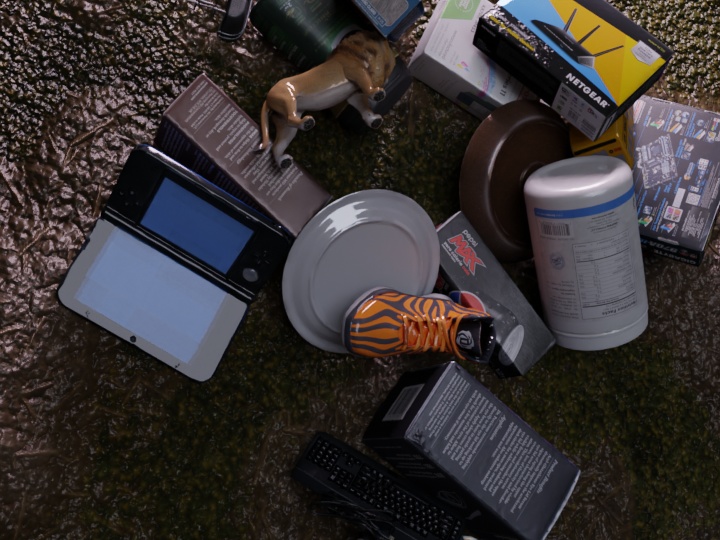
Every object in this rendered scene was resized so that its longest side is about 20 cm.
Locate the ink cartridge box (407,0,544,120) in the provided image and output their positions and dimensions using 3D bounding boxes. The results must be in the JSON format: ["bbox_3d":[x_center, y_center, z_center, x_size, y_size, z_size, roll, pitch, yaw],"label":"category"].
[{"bbox_3d":[0.172,-0.259,1.265,0.198,0.067,0.119,30,72,-12],"label":"ink cartridge box"}]

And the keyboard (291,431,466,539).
[{"bbox_3d":[0.022,0.249,1.087,0.197,0.040,0.104,28,41,7],"label":"keyboard"}]

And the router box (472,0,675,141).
[{"bbox_3d":[0.256,-0.270,1.201,0.200,0.051,0.149,42,64,16],"label":"router box"}]

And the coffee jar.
[{"bbox_3d":[-0.033,-0.266,1.187,0.200,0.085,0.104,47,70,-5],"label":"coffee jar"}]

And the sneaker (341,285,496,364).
[{"bbox_3d":[0.077,0.062,1.089,0.198,0.111,0.079,-7,104,-43],"label":"sneaker"}]

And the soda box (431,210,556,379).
[{"bbox_3d":[0.147,0.032,1.206,0.070,0.063,0.201,-39,93,-21],"label":"soda box"}]

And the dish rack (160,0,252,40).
[{"bbox_3d":[-0.213,-0.377,1.165,0.196,0.055,0.157,15,74,-14],"label":"dish rack"}]

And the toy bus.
[{"bbox_3d":[0.311,-0.208,1.270,0.079,0.064,0.202,52,35,-32],"label":"toy bus"}]

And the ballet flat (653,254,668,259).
[{"bbox_3d":[0.438,-0.102,1.330,0.067,0.067,0.202,28,76,22],"label":"ballet flat"}]

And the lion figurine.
[{"bbox_3d":[-0.044,-0.197,1.087,0.197,0.073,0.123,-20,53,-13],"label":"lion figurine"}]

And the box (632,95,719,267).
[{"bbox_3d":[0.395,-0.122,1.285,0.156,0.046,0.203,18,71,23],"label":"box"}]

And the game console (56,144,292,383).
[{"bbox_3d":[-0.201,-0.004,1.070,0.198,0.171,0.119,30,45,-11],"label":"game console"}]

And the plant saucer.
[{"bbox_3d":[0.209,-0.108,1.228,0.197,0.034,0.205,-8,104,-33],"label":"plant saucer"}]

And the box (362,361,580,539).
[{"bbox_3d":[0.122,0.210,1.121,0.199,0.148,0.105,40,70,-9],"label":"box"}]

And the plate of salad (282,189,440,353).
[{"bbox_3d":[0.000,0.000,1.131,0.196,0.048,0.204,-11,118,-20],"label":"plate of salad"}]

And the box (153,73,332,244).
[{"bbox_3d":[-0.134,-0.116,1.118,0.200,0.100,0.075,45,70,-7],"label":"box"}]

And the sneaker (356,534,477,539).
[{"bbox_3d":[0.084,0.327,1.124,0.198,0.078,0.081,30,75,-20],"label":"sneaker"}]

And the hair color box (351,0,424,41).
[{"bbox_3d":[0.022,-0.326,1.156,0.060,0.200,0.100,-42,95,11],"label":"hair color box"}]

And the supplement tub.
[{"bbox_3d":[0.272,-0.023,1.188,0.130,0.132,0.204,-22,114,-21],"label":"supplement tub"}]
